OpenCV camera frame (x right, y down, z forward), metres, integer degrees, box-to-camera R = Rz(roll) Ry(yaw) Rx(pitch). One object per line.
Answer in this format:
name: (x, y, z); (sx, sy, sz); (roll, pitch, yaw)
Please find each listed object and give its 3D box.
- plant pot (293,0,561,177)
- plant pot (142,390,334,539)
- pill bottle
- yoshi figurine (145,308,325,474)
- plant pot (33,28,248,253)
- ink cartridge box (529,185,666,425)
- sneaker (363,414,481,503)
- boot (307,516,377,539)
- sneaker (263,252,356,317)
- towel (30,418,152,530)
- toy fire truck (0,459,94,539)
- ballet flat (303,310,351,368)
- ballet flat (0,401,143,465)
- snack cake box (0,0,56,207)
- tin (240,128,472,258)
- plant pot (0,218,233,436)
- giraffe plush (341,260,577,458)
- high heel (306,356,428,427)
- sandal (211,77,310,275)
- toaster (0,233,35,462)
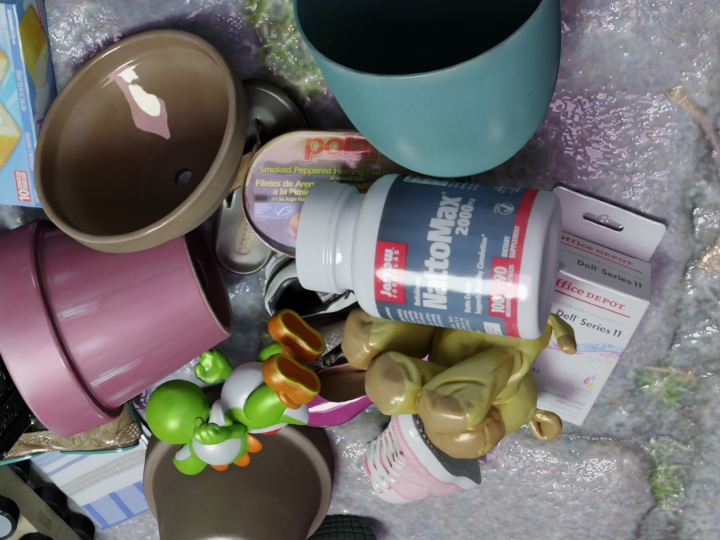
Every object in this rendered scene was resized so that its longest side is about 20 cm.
plant pot: (0.065, -0.170, 1.158); (0.200, 0.201, 0.161); (-5, 143, 14)
plant pot: (-0.128, 0.248, 1.473); (0.200, 0.175, 0.201); (1, 123, 2)
pill bottle: (0.055, -0.016, 1.199); (0.199, 0.120, 0.120); (7, 126, 15)
yoshi figurine: (-0.127, 0.115, 1.356); (0.200, 0.112, 0.112); (-42, 69, 34)
plant pot: (-0.172, -0.098, 1.272); (0.200, 0.201, 0.093); (-16, 152, 20)
ink cartridge box: (0.188, 0.034, 1.345); (0.117, 0.067, 0.200); (20, 126, -2)
sneaker: (0.042, 0.177, 1.424); (0.104, 0.076, 0.200); (-14, 155, 15)
boot: (-0.054, 0.337, 1.614); (0.199, 0.068, 0.131); (-12, 132, 20)
sneaker: (0.000, 0.000, 1.352); (0.200, 0.080, 0.074); (-22, 115, 21)
towel: (-0.286, 0.188, 1.568); (0.147, 0.024, 0.200); (-26, 116, 26)
toy fire truck: (-0.412, 0.300, 1.618); (0.200, 0.129, 0.176); (-28, 121, 15)
ballet flat: (0.024, 0.050, 1.387); (0.200, 0.046, 0.067); (-17, 150, 23)
ballet flat: (-0.315, 0.158, 1.509); (0.199, 0.071, 0.065); (-10, 95, 14)
snack cake box: (-0.334, -0.159, 1.310); (0.115, 0.067, 0.200); (4, 125, 7)
tin: (-0.003, -0.068, 1.284); (0.199, 0.042, 0.112); (2, 106, -3)
plant pot: (-0.221, 0.031, 1.357); (0.179, 0.200, 0.200); (-20, 120, 4)
giraffe plush: (0.097, 0.092, 1.289); (0.200, 0.173, 0.162); (-25, 141, -13)
high heel: (0.004, 0.092, 1.420); (0.199, 0.068, 0.096); (-8, 134, -2)
sandal: (-0.097, -0.075, 1.329); (0.082, 0.055, 0.200); (17, 120, -2)
toaster: (-0.384, 0.071, 1.401); (0.118, 0.181, 0.200); (-7, 115, 17)
